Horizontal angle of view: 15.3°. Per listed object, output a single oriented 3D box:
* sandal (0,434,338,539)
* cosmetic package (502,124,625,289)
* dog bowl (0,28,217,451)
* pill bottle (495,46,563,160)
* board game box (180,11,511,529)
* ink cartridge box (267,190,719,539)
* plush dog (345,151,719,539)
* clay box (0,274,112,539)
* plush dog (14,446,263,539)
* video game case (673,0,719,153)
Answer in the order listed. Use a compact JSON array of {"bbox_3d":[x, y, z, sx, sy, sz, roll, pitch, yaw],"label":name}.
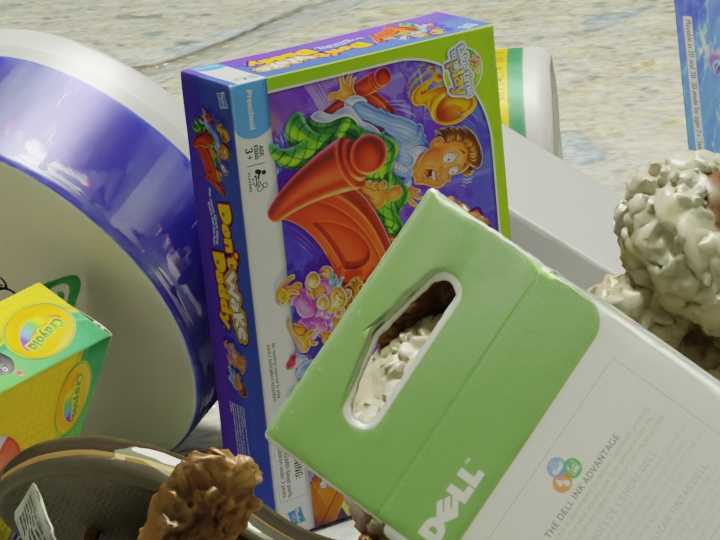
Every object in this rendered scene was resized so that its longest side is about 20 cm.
[{"bbox_3d":[-0.050,0.117,0.949,0.199,0.082,0.055,24,57,17],"label":"sandal"},{"bbox_3d":[0.048,-0.028,1.300,0.199,0.072,0.101,32,23,9],"label":"cosmetic package"},{"bbox_3d":[-0.139,-0.007,1.222,0.199,0.201,0.079,5,43,33],"label":"dog bowl"},{"bbox_3d":[0.014,-0.065,1.526,0.199,0.114,0.113,-5,17,7],"label":"pill bottle"},{"bbox_3d":[0.000,0.000,1.164,0.134,0.201,0.045,-16,20,-29],"label":"board game box"},{"bbox_3d":[0.079,0.073,0.886,0.200,0.104,0.059,36,3,22],"label":"ink cartridge box"},{"bbox_3d":[0.077,0.065,1.012,0.170,0.201,0.161,3,-17,0],"label":"plush dog"},{"bbox_3d":[-0.174,0.082,1.095,0.047,0.115,0.200,33,33,20],"label":"clay box"},{"bbox_3d":[-0.017,0.143,0.838,0.171,0.161,0.199,16,1,-44],"label":"plush dog"},{"bbox_3d":[0.246,-0.077,1.332,0.180,0.201,0.045,8,25,40],"label":"video game case"}]
